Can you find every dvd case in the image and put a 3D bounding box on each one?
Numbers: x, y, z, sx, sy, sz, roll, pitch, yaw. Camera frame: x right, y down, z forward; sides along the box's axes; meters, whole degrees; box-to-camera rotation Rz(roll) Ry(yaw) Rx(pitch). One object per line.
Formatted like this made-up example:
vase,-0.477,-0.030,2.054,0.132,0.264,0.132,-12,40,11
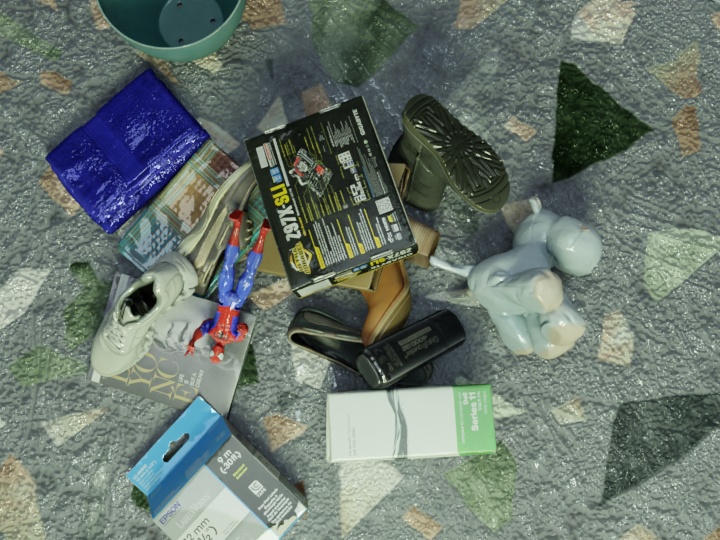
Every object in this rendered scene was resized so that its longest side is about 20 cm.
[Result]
dvd case,-0.251,0.102,1.036,0.198,0.016,0.150,17,92,3

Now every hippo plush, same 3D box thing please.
hippo plush,0.232,0.007,1.022,0.199,0.160,0.161,17,56,44

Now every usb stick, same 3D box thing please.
usb stick,0.068,0.095,0.978,0.033,0.199,0.056,-42,76,38

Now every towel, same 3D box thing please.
towel,-0.219,-0.059,1.059,0.146,0.022,0.200,40,91,6
towel,-0.321,-0.168,1.075,0.200,0.050,0.148,-43,84,-6

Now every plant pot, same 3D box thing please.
plant pot,-0.244,-0.367,1.064,0.197,0.135,0.203,0,81,0

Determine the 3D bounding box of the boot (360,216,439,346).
boot,0.000,0.000,1.016,0.154,0.077,0.201,19,68,15

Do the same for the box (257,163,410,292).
box,-0.040,-0.064,1.017,0.198,0.021,0.165,9,78,39

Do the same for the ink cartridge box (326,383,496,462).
ink cartridge box,0.056,0.188,0.969,0.197,0.147,0.084,-3,81,-2

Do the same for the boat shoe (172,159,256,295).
boat shoe,-0.173,-0.055,1.018,0.073,0.075,0.201,37,98,-4

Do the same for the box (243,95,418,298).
box,-0.036,-0.090,0.939,0.158,0.049,0.202,-21,77,4

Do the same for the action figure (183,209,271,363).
action figure,-0.163,0.038,0.961,0.065,0.099,0.202,16,112,-3

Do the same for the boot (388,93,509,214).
boot,0.100,-0.114,0.989,0.072,0.200,0.183,-31,76,-18

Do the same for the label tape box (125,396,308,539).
label tape box,-0.185,0.282,0.989,0.200,0.066,0.143,44,84,0

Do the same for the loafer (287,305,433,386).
loafer,-0.004,0.111,1.015,0.198,0.063,0.073,21,114,7

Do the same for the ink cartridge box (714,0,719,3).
ink cartridge box,0.563,-0.434,1.124,0.198,0.042,0.120,27,82,2

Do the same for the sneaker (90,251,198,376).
sneaker,-0.288,0.061,0.977,0.075,0.081,0.200,41,111,2
